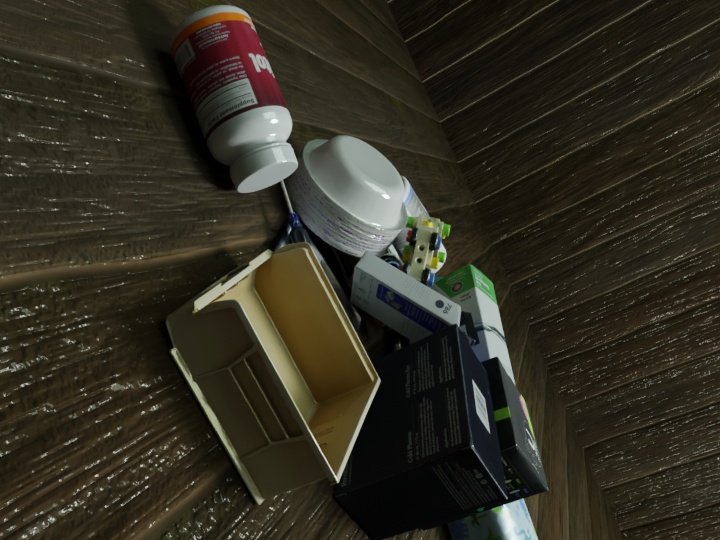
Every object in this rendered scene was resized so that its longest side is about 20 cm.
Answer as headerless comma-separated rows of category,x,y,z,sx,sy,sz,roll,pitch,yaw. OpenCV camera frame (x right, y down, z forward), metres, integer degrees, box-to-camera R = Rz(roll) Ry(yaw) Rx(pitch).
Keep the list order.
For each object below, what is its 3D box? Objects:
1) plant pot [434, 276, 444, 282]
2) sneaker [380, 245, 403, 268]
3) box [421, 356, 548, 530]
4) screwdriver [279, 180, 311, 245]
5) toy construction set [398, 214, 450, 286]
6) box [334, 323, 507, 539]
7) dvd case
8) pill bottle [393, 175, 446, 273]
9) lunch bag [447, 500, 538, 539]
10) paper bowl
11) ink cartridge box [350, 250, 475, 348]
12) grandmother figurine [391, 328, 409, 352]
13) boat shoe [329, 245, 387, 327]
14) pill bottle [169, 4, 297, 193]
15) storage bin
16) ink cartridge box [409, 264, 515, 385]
plant pot,0.169,0.095,1.227,0.201,0.132,0.203,53,23,-32
sneaker,0.046,-0.011,1.075,0.203,0.070,0.074,-109,-160,-45
box,0.141,0.247,0.877,0.125,0.196,0.151,50,24,-33
screwdriver,-0.098,-0.093,0.841,0.029,0.027,0.205,110,-37,-76
toy construction set,0.098,0.000,0.978,0.132,0.089,0.206,87,3,-64
box,0.072,0.200,0.780,0.105,0.179,0.202,54,23,-29
dvd case,-0.060,0.032,0.872,0.203,0.017,0.144,58,21,-21
pill bottle,0.093,-0.084,1.269,0.201,0.112,0.115,52,23,-35
lunch bag,0.229,0.430,1.006,0.198,0.126,0.174,16,51,-53
paper bowl,-0.010,-0.126,0.954,0.197,0.105,0.203,29,30,-19
ink cartridge box,0.076,0.059,0.889,0.197,0.100,0.039,33,58,13
grandmother figurine,0.086,0.134,1.080,0.121,0.059,0.205,24,47,-75
boat shoe,0.000,0.000,0.993,0.062,0.071,0.205,-9,72,-50
pill bottle,-0.152,-0.208,0.770,0.205,0.111,0.113,67,20,4
storage bin,-0.080,0.089,0.641,0.202,0.092,0.200,63,20,-9
ink cartridge box,0.157,0.117,1.007,0.082,0.145,0.204,34,38,-40
